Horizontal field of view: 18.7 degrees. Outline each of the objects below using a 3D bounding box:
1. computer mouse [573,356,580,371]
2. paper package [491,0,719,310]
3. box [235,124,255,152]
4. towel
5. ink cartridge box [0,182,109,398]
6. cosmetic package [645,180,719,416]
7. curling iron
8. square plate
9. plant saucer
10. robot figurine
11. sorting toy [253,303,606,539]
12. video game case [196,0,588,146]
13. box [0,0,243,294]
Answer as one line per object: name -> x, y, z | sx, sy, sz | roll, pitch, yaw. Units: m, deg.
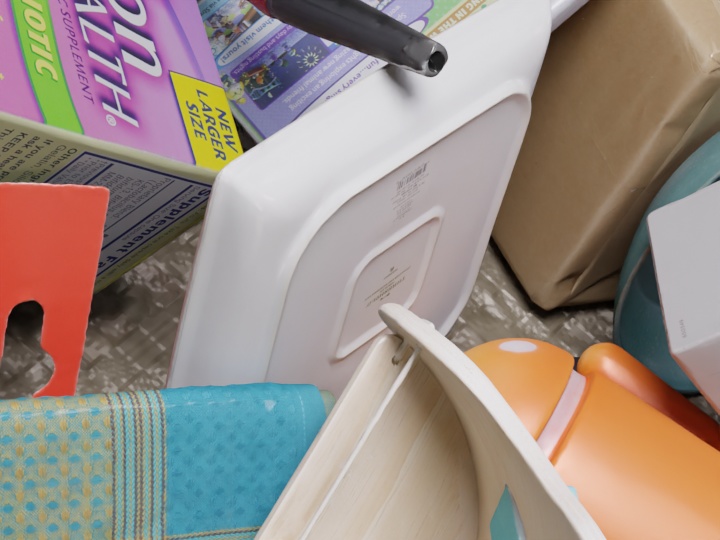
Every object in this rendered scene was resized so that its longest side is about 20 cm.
computer mouse -> 0.161, 0.095, 0.986 | 0.200, 0.034, 0.059 | 27, 47, -7
paper package -> 0.110, -0.117, 1.017 | 0.103, 0.191, 0.200 | -12, 60, -33
box -> -0.109, -0.160, 1.037 | 0.200, 0.048, 0.193 | 27, 50, -7
towel -> -0.102, 0.115, 0.788 | 0.200, 0.022, 0.147 | -1, 99, -26
ink cartridge box -> -0.186, 0.049, 0.758 | 0.200, 0.160, 0.047 | -1, 29, -27
cosmetic package -> 0.213, 0.044, 0.916 | 0.200, 0.108, 0.085 | 49, 26, -39
curling iron -> -0.031, -0.118, 0.848 | 0.026, 0.050, 0.200 | -1, 28, -36
square plate -> 0.000, 0.000, 0.866 | 0.028, 0.198, 0.200 | 37, 46, 21
plant saucer -> 0.194, -0.023, 0.985 | 0.200, 0.200, 0.036 | -7, 50, -31
robot figurine -> 0.090, 0.106, 0.885 | 0.200, 0.117, 0.144 | 34, 90, 0
sorting toy -> 0.023, 0.132, 0.729 | 0.107, 0.180, 0.200 | 32, 88, -20
video game case -> 0.003, -0.151, 0.926 | 0.200, 0.022, 0.182 | -40, 75, -2
box -> -0.159, -0.101, 0.820 | 0.200, 0.097, 0.176 | 16, 49, -50
